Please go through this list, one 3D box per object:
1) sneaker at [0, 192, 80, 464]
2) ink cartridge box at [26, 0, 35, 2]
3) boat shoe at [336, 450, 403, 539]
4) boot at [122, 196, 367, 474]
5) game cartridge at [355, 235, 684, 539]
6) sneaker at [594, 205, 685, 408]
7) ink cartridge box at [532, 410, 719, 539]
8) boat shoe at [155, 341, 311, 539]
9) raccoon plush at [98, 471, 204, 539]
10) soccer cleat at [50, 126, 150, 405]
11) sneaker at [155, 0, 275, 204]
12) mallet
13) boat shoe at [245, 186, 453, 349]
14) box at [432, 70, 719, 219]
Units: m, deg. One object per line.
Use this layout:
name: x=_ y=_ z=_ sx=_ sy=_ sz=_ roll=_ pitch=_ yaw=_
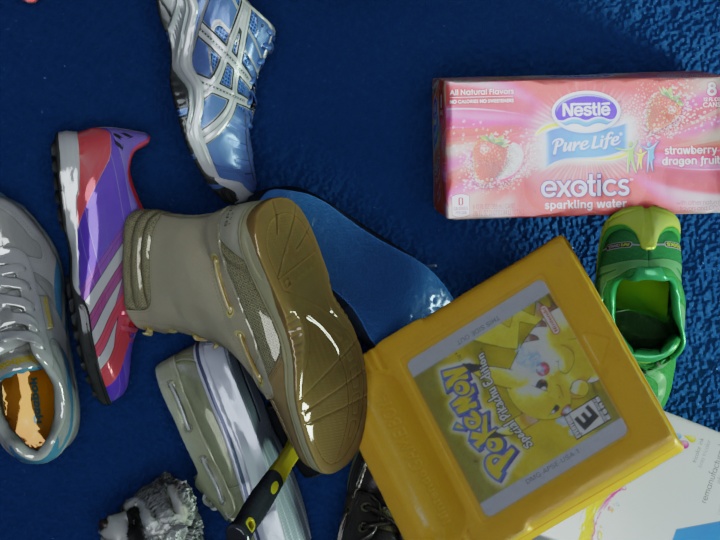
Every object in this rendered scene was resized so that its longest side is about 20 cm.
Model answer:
sneaker: x=-0.245 y=0.040 z=1.682 sx=0.076 sy=0.081 sz=0.200 roll=-16 pitch=96 yaw=0
ink cartridge box: x=-0.242 y=-0.299 z=1.645 sx=0.116 sy=0.067 sz=0.200 roll=23 pitch=95 yaw=-5
boat shoe: x=0.019 y=0.199 z=1.722 sx=0.073 sy=0.065 sz=0.200 roll=9 pitch=94 yaw=-3
boot: x=-0.085 y=0.046 z=1.644 sx=0.073 sy=0.155 sz=0.200 roll=-36 pitch=115 yaw=-42
game cartridge: x=0.096 y=0.098 z=1.623 sx=0.200 sy=0.032 sz=0.176 roll=-31 pitch=66 yaw=8
sneaker: x=0.193 y=0.044 z=1.675 sx=0.074 sy=0.084 sz=0.200 roll=-1 pitch=136 yaw=5
ink cartridge box: x=0.165 y=0.145 z=1.663 sx=0.200 sy=0.067 sz=0.116 roll=21 pitch=81 yaw=-5
boat shoe: x=-0.090 y=0.146 z=1.716 sx=0.062 sy=0.072 sz=0.200 roll=-20 pitch=88 yaw=14
raccoon plush: x=-0.108 y=0.232 z=1.728 sx=0.200 sy=0.097 sz=0.134 roll=26 pitch=80 yaw=-35
soccer cleat: x=-0.177 y=-0.004 z=1.690 sx=0.073 sy=0.068 sz=0.200 roll=-7 pitch=94 yaw=-7
sneaker: x=-0.096 y=-0.147 z=1.673 sx=0.077 sy=0.076 sz=0.200 roll=-10 pitch=98 yaw=2
mallet: x=-0.054 y=0.152 z=1.653 sx=0.041 sy=0.200 sz=0.066 roll=-24 pitch=109 yaw=22
boat shoe: x=0.000 y=0.000 z=1.696 sx=0.084 sy=0.069 sz=0.200 roll=-47 pitch=113 yaw=-10
box: x=0.154 y=-0.091 z=1.685 sx=0.200 sy=0.095 sz=0.103 roll=-1 pitch=95 yaw=-3
